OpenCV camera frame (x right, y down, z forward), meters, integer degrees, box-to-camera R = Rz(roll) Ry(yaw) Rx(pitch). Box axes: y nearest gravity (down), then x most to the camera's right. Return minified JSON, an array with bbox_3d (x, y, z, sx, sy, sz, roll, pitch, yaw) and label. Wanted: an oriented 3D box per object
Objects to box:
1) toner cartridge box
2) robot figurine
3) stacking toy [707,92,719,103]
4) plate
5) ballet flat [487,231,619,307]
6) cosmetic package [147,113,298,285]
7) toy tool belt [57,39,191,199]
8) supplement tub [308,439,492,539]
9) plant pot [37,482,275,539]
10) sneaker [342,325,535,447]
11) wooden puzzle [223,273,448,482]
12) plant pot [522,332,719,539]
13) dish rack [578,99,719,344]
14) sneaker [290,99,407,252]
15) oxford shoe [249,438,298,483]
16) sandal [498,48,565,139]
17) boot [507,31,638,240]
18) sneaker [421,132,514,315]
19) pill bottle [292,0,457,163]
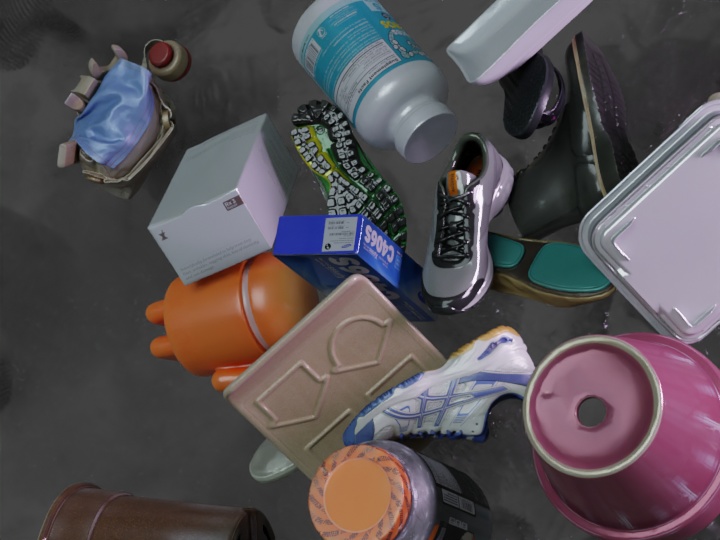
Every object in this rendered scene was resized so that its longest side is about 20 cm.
[{"bbox_3d":[0.000,0.000,1.616,0.095,0.200,0.043,1,70,27],"label":"toner cartridge box"},{"bbox_3d":[-0.128,0.048,1.716,0.199,0.117,0.144,-16,37,22],"label":"robot figurine"},{"bbox_3d":[0.321,-0.068,1.555,0.085,0.085,0.200,37,97,31],"label":"stacking toy"},{"bbox_3d":[0.181,-0.268,1.656,0.200,0.032,0.200,-42,17,9],"label":"plate"},{"bbox_3d":[0.174,0.002,1.610,0.200,0.063,0.069,17,59,34],"label":"ballet flat"},{"bbox_3d":[-0.143,-0.079,1.721,0.113,0.081,0.200,-22,25,20],"label":"cosmetic package"},{"bbox_3d":[-0.275,-0.192,1.862,0.125,0.123,0.200,22,84,30],"label":"toy tool belt"},{"bbox_3d":[0.037,0.230,1.523,0.122,0.200,0.123,-9,70,25],"label":"supplement tub"},{"bbox_3d":[-0.197,0.314,1.628,0.198,0.200,0.201,-3,72,17],"label":"plant pot"},{"bbox_3d":[0.080,0.136,1.548,0.200,0.075,0.088,-31,81,5],"label":"sneaker"},{"bbox_3d":[-0.009,0.119,1.608,0.185,0.200,0.046,-42,23,9],"label":"wooden puzzle"},{"bbox_3d":[0.237,0.142,1.465,0.199,0.179,0.201,-8,70,23],"label":"plant pot"},{"bbox_3d":[0.323,-0.039,1.504,0.200,0.044,0.172,-43,101,9],"label":"dish rack"},{"bbox_3d":[-0.004,-0.087,1.726,0.078,0.085,0.200,-25,78,5],"label":"sneaker"},{"bbox_3d":[-0.047,0.140,1.666,0.200,0.058,0.075,-43,36,9],"label":"oxford shoe"},{"bbox_3d":[0.179,-0.185,1.626,0.075,0.048,0.201,-58,12,24],"label":"sandal"},{"bbox_3d":[0.199,-0.133,1.642,0.138,0.077,0.201,-25,55,30],"label":"boot"},{"bbox_3d":[0.096,-0.047,1.588,0.074,0.079,0.201,0,59,26],"label":"sneaker"},{"bbox_3d":[0.020,-0.205,1.727,0.111,0.111,0.200,-43,61,8],"label":"pill bottle"}]
